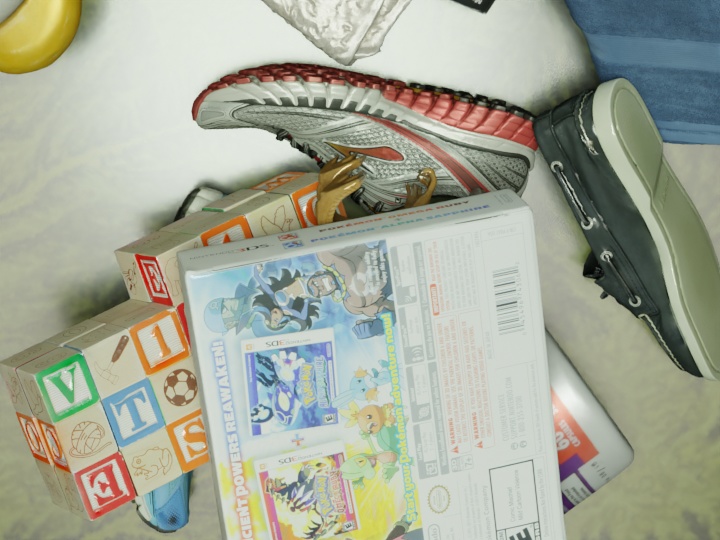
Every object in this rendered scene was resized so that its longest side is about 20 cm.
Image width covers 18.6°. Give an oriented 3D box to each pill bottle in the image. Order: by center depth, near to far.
[{"bbox_3d":[0.047,0.121,1.259,0.200,0.111,0.112,-37,97,4],"label":"pill bottle"}]

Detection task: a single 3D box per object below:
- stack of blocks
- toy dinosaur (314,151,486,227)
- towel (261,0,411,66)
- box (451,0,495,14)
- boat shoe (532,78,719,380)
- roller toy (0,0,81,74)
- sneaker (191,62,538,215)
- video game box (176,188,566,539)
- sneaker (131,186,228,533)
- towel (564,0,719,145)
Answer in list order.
[{"bbox_3d":[-0.091,0.037,1.194,0.199,0.059,0.116,-27,106,-24],"label":"stack of blocks"},{"bbox_3d":[0.000,0.000,1.173,0.200,0.060,0.107,-33,110,-22],"label":"toy dinosaur"},{"bbox_3d":[-0.041,-0.221,1.249,0.200,0.034,0.133,36,95,-6],"label":"towel"},{"bbox_3d":[0.024,-0.250,1.154,0.199,0.048,0.193,20,133,-15],"label":"box"},{"bbox_3d":[0.153,-0.017,1.260,0.066,0.075,0.200,-11,127,29],"label":"boat shoe"},{"bbox_3d":[-0.240,-0.205,1.187,0.181,0.140,0.201,-2,99,4],"label":"roller toy"},{"bbox_3d":[0.001,-0.069,1.249,0.199,0.078,0.083,12,99,-3],"label":"sneaker"},{"bbox_3d":[0.008,0.071,1.149,0.181,0.047,0.201,-11,110,-11],"label":"video game box"},{"bbox_3d":[-0.083,0.058,1.266,0.090,0.078,0.201,14,98,-7],"label":"sneaker"},{"bbox_3d":[0.166,-0.142,1.192,0.111,0.200,0.049,9,60,32],"label":"towel"}]
